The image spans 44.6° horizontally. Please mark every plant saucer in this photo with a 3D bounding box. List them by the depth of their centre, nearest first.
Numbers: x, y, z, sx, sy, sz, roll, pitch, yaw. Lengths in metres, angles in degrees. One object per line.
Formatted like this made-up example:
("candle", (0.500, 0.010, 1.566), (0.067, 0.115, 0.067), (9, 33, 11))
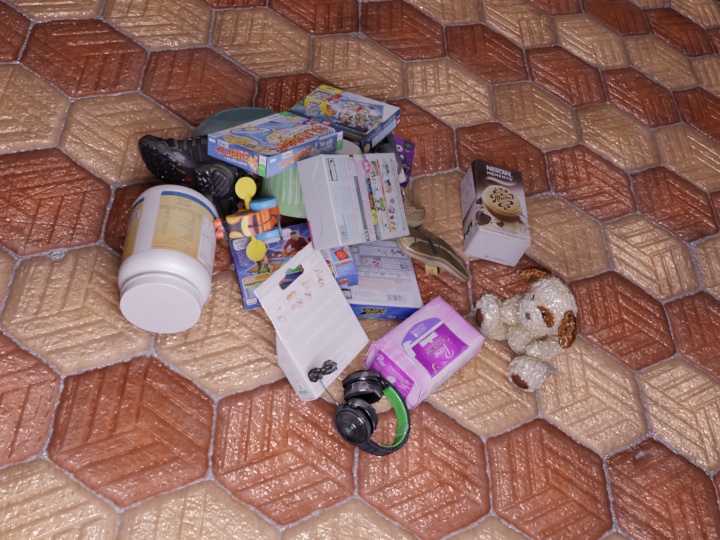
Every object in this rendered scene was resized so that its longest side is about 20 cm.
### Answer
("plant saucer", (-0.219, -0.274, 1.638), (0.198, 0.039, 0.201), (-2, 24, 1))

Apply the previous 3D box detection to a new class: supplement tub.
("supplement tub", (-0.303, -0.018, 1.384), (0.143, 0.145, 0.202), (12, 49, -15))

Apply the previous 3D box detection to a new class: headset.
("headset", (0.005, 0.202, 1.360), (0.199, 0.094, 0.124), (33, 46, -21))

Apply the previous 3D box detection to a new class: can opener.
("can opener", (0.054, -0.258, 1.762), (0.053, 0.067, 0.202), (3, 51, -21))

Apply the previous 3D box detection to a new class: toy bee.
("toy bee", (-0.184, -0.087, 1.431), (0.107, 0.200, 0.133), (-8, 82, -4))

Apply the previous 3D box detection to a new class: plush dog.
("plush dog", (0.322, 0.089, 1.558), (0.159, 0.173, 0.201), (-10, 56, -31))

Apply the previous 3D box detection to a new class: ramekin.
("ramekin", (-0.086, -0.175, 1.588), (0.197, 0.099, 0.201), (2, 25, -1))

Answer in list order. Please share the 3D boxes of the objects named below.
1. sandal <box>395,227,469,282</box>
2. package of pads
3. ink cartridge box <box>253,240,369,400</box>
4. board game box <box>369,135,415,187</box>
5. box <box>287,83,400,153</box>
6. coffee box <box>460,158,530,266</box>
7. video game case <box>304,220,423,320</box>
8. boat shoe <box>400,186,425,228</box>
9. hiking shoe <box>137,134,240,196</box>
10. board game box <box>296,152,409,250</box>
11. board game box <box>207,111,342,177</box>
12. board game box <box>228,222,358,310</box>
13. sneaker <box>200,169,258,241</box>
("sandal", (0.127, -0.023, 1.626), (0.199, 0.054, 0.081), (20, 39, -43))
("package of pads", (0.111, 0.137, 1.488), (0.120, 0.076, 0.199), (41, 46, 18))
("ink cartridge box", (-0.085, 0.080, 1.404), (0.161, 0.050, 0.201), (-43, 108, -42))
("board game box", (0.013, -0.250, 1.804), (0.198, 0.032, 0.121), (19, 43, -8))
("box", (-0.038, -0.303, 1.756), (0.198, 0.038, 0.137), (23, 49, 28))
("coffee box", (0.269, -0.119, 1.771), (0.112, 0.080, 0.202), (13, 49, -13))
("video game case", (0.000, 0.000, 1.574), (0.197, 0.046, 0.183), (5, 51, -21))
("boat shoe", (0.071, -0.119, 1.645), (0.071, 0.077, 0.199), (17, 16, 25))
("hiking shoe", (-0.290, -0.195, 1.523), (0.198, 0.076, 0.101), (23, 47, 17))
("board game box", (-0.008, -0.118, 1.465), (0.199, 0.064, 0.150), (-10, 90, -51))
("board game box", (-0.141, -0.216, 1.485), (0.134, 0.035, 0.199), (23, 32, 28))
("board game box", (-0.115, -0.015, 1.497), (0.197, 0.035, 0.136), (-12, 53, -10))
("sneaker", (-0.227, -0.145, 1.556), (0.113, 0.077, 0.201), (-14, 51, -2))
